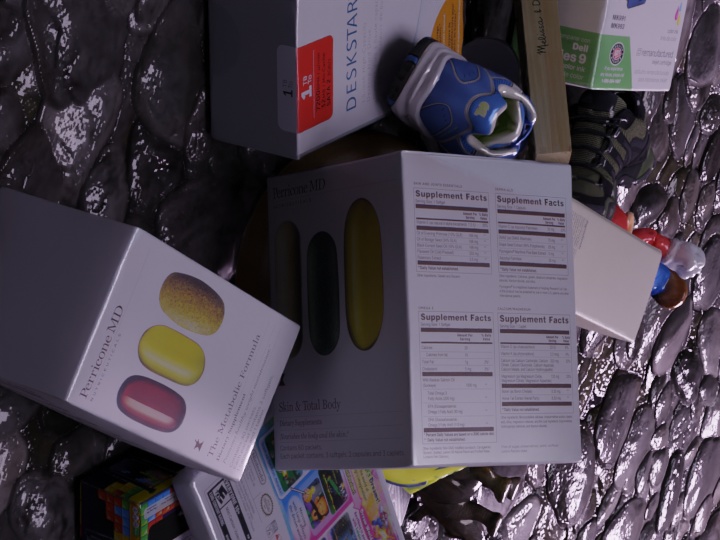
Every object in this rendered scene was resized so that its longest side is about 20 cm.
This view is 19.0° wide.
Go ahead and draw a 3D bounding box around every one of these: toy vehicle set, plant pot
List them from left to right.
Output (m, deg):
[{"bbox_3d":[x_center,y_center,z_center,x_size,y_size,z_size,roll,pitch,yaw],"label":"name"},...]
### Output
[{"bbox_3d":[0.000,0.000,1.545,0.200,0.027,0.200,-13,111,-35],"label":"plant pot"},{"bbox_3d":[0.133,-0.174,1.614,0.124,0.026,0.200,71,14,-81],"label":"toy vehicle set"}]

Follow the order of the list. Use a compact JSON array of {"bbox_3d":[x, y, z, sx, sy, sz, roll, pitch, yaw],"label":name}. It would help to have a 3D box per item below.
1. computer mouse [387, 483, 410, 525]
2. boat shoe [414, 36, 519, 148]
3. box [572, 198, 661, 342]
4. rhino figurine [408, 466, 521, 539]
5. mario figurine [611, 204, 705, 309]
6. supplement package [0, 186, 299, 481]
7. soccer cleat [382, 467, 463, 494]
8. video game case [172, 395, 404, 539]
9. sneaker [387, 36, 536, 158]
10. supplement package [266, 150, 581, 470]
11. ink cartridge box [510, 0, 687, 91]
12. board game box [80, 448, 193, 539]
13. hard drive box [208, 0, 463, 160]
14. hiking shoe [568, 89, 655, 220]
[{"bbox_3d":[-0.004,0.205,1.649,0.200,0.044,0.110,-62,154,-54],"label":"computer mouse"},{"bbox_3d":[0.069,-0.083,1.641,0.068,0.072,0.200,-30,140,-82],"label":"boat shoe"},{"bbox_3d":[0.153,-0.009,1.641,0.200,0.068,0.082,27,81,-57],"label":"box"},{"bbox_3d":[0.080,0.172,1.734,0.060,0.087,0.200,-59,168,-27],"label":"rhino figurine"},{"bbox_3d":[0.229,0.013,1.900,0.200,0.106,0.124,36,76,-59],"label":"mario figurine"},{"bbox_3d":[-0.145,0.042,1.317,0.200,0.109,0.114,34,75,-57],"label":"supplement package"},{"bbox_3d":[0.062,0.128,1.617,0.065,0.200,0.084,-72,163,-71],"label":"soccer cleat"},{"bbox_3d":[-0.041,0.179,1.490,0.182,0.024,0.200,-43,123,-45],"label":"video game case"},{"bbox_3d":[0.084,-0.100,1.505,0.076,0.077,0.200,-62,159,5],"label":"sneaker"},{"bbox_3d":[0.041,0.031,1.439,0.151,0.152,0.200,2,84,-38],"label":"supplement package"},{"bbox_3d":[0.204,-0.250,1.753,0.145,0.087,0.200,-4,106,-56],"label":"ink cartridge box"},{"bbox_3d":[-0.111,0.189,1.492,0.200,0.057,0.165,-26,127,-51],"label":"board game box"},{"bbox_3d":[-0.014,-0.180,1.452,0.200,0.077,0.156,-30,128,-48],"label":"hard drive box"},{"bbox_3d":[0.189,-0.101,1.826,0.200,0.076,0.101,-44,131,-53],"label":"hiking shoe"}]
